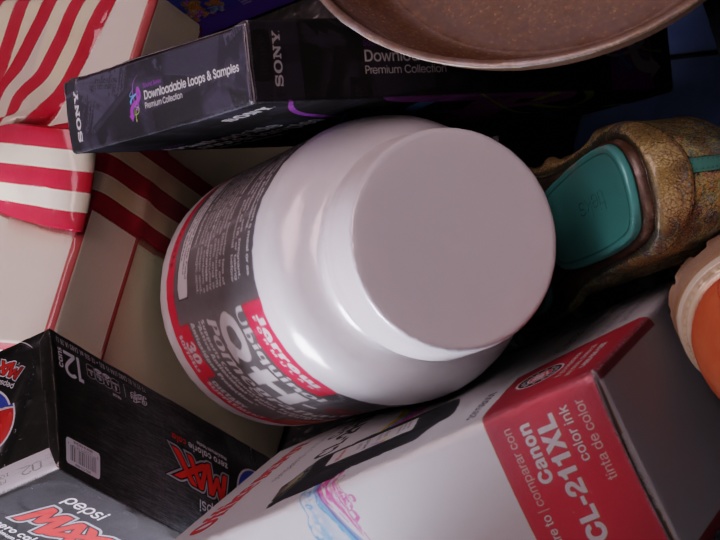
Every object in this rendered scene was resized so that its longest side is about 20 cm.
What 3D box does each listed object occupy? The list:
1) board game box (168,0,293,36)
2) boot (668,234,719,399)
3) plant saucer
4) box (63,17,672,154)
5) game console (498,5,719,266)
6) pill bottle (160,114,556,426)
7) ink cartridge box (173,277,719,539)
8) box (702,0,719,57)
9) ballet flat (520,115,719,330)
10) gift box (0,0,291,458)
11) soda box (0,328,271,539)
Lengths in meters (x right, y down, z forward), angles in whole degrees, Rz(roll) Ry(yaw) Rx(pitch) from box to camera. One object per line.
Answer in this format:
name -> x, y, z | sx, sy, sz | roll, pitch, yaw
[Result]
board game box -> -0.100, -0.177, 1.388 | 0.200, 0.045, 0.135 | -19, 58, 28
boot -> 0.215, 0.007, 0.992 | 0.199, 0.075, 0.107 | -25, 25, 4
plant saucer -> 0.071, -0.147, 1.035 | 0.200, 0.037, 0.201 | -10, 55, 14
box -> 0.003, -0.073, 1.113 | 0.143, 0.199, 0.036 | -11, 83, 57
game console -> 0.150, -0.084, 1.170 | 0.199, 0.031, 0.177 | -4, 66, 34
pill bottle -> 0.000, 0.000, 1.090 | 0.200, 0.110, 0.111 | -20, 49, 69
ink cartridge box -> 0.039, 0.091, 1.075 | 0.200, 0.146, 0.083 | -25, 95, 24
box -> 0.221, -0.143, 1.067 | 0.196, 0.117, 0.200 | -21, 56, 11
ballet flat -> 0.091, -0.019, 1.106 | 0.200, 0.071, 0.071 | -24, 47, 65
gift box -> -0.133, -0.031, 1.244 | 0.184, 0.187, 0.201 | -3, 67, 35
soda box -> -0.089, 0.097, 1.138 | 0.071, 0.200, 0.064 | -24, 55, 24
